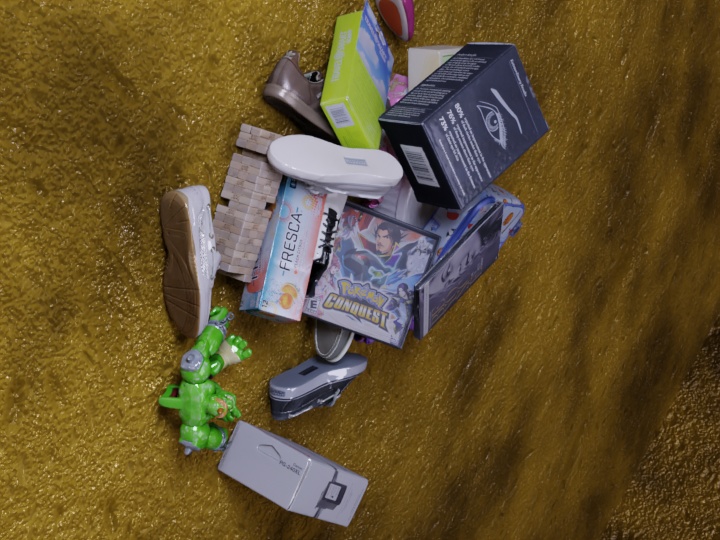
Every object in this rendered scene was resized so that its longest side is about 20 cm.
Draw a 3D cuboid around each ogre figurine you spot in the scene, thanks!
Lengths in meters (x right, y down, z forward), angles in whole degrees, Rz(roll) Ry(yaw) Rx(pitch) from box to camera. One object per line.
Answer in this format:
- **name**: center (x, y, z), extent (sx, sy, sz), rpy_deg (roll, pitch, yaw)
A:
- **ogre figurine**: center (-0.207, 0.164, 1.568), extent (0.201, 0.098, 0.120), rpy_deg (-67, 170, 23)

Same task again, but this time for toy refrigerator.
- **toy refrigerator**: center (0.120, -0.228, 1.725), extent (0.076, 0.070, 0.202), rpy_deg (-14, 110, -43)

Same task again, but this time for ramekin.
- **ramekin**: center (0.088, -0.122, 1.866), extent (0.202, 0.094, 0.204), rpy_deg (-34, 134, -44)

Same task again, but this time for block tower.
- **block tower**: center (-0.152, -0.089, 1.546), extent (0.058, 0.054, 0.201), rpy_deg (9, 98, -58)

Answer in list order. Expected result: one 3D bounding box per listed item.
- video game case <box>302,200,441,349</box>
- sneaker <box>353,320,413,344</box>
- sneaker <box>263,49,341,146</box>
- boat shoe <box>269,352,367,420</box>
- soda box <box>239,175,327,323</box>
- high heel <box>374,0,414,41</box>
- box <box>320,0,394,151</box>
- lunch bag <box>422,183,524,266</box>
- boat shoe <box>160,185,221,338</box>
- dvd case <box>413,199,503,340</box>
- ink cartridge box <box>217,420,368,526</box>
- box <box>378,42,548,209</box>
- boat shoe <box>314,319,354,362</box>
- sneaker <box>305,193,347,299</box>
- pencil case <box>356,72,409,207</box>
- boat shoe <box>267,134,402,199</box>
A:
- **video game case**: center (0.000, 0.000, 1.734), extent (0.025, 0.199, 0.182), rpy_deg (-164, -86, -77)
- **sneaker**: center (0.023, 0.079, 1.901), extent (0.200, 0.080, 0.089), rpy_deg (18, 98, -54)
- **sneaker**: center (-0.056, -0.230, 1.602), extent (0.200, 0.070, 0.076), rpy_deg (33, 78, -59)
- **boat shoe**: center (-0.064, 0.182, 1.813), extent (0.199, 0.073, 0.069), rpy_deg (-23, 121, -50)
- **soda box**: center (-0.104, -0.032, 1.585), extent (0.068, 0.063, 0.202), rpy_deg (18, 76, -29)
- **high heel**: center (0.065, -0.434, 1.678), extent (0.096, 0.067, 0.201), rpy_deg (-40, 135, -25)
- **box**: center (-0.002, -0.264, 1.624), extent (0.122, 0.047, 0.201), rpy_deg (60, 30, -45)
- **lunch bag**: center (0.175, -0.061, 1.850), extent (0.161, 0.075, 0.200), rpy_deg (-57, 154, 14)
- **boat shoe**: center (-0.207, -0.011, 1.485), extent (0.069, 0.070, 0.201), rpy_deg (-27, 127, -47)
- **dvd case**: center (0.149, 0.001, 1.769), extent (0.200, 0.016, 0.149), rpy_deg (-44, 155, -23)
- **ink cartridge box**: center (-0.100, 0.309, 1.758), extent (0.084, 0.145, 0.200), rpy_deg (-64, 149, -6)
- **box**: center (0.148, -0.206, 1.639), extent (0.200, 0.104, 0.149), rpy_deg (-41, 121, -23)
- **boat shoe**: center (-0.041, 0.039, 1.776), extent (0.060, 0.072, 0.203), rpy_deg (7, 94, -60)
- **sneaker**: center (-0.058, -0.048, 1.655), extent (0.073, 0.080, 0.201), rpy_deg (22, 92, -42)
- **pencil case**: center (0.035, -0.197, 1.756), extent (0.201, 0.086, 0.083), rpy_deg (-62, 179, -13)
- **boat shoe**: center (-0.040, -0.131, 1.555), extent (0.199, 0.072, 0.069), rpy_deg (0, 142, -35)
